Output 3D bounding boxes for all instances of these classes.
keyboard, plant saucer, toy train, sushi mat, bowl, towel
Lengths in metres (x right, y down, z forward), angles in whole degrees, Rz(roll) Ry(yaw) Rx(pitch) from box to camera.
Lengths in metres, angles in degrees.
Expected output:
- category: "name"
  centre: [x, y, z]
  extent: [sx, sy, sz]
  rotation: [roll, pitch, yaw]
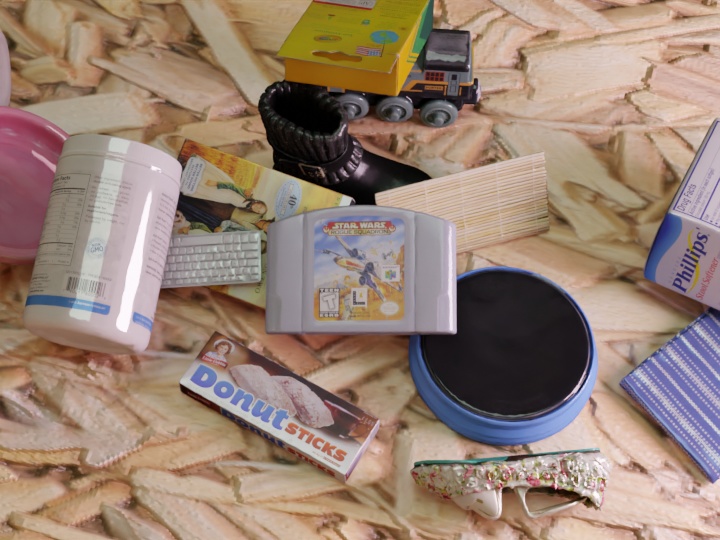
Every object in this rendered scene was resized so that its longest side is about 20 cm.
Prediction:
- category: "keyboard"
  centre: [-0.202, -0.009, 1.487]
  extent: [0.198, 0.011, 0.057]
  rotation: [-3, 82, 9]
- category: "plant saucer"
  centre: [-0.382, -0.086, 1.506]
  extent: [0.199, 0.051, 0.202]
  rotation: [16, 50, -21]
- category: "toy train"
  centre: [0.042, -0.229, 1.602]
  extent: [0.198, 0.114, 0.086]
  rotation: [5, 57, 1]
- category: "sushi mat"
  centre: [0.114, -0.064, 1.520]
  extent: [0.199, 0.096, 0.012]
  rotation: [-15, 24, -10]
- category: "bowl"
  centre: [0.150, 0.083, 1.456]
  extent: [0.199, 0.039, 0.202]
  rotation: [1, 59, -1]
- category: "towel"
  centre: [0.387, 0.113, 1.459]
  extent: [0.199, 0.024, 0.145]
  rotation: [-34, 67, -19]

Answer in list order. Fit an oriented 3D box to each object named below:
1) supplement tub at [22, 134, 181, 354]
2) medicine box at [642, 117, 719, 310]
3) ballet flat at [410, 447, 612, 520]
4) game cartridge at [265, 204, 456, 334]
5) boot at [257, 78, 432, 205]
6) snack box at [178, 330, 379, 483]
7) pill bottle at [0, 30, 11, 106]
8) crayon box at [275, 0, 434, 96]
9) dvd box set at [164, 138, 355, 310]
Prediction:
- category: "supplement tub"
  centre: [-0.262, -0.024, 1.428]
  extent: [0.131, 0.132, 0.201]
  rotation: [9, 76, 4]
- category: "medicine box"
  centre: [0.429, -0.043, 1.484]
  extent: [0.199, 0.103, 0.182]
  rotation: [24, 47, 14]
- category: "ballet flat"
  centre: [0.149, 0.211, 1.361]
  extent: [0.198, 0.076, 0.064]
  rotation: [-4, 74, 0]
- category: "game cartridge"
  centre: [0.000, 0.000, 1.442]
  extent: [0.198, 0.042, 0.134]
  rotation: [-1, 87, 7]
- category: "boot"
  centre: [-0.008, -0.122, 1.508]
  extent: [0.209, 0.158, 0.080]
  rotation: [10, 58, 5]
- category: "snack box"
  centre: [-0.083, 0.138, 1.424]
  extent: [0.199, 0.024, 0.072]
  rotation: [27, 63, 14]
- category: "pill bottle"
  centre: [-0.507, -0.225, 1.591]
  extent: [0.198, 0.105, 0.105]
  rotation: [-1, 58, -2]
- category: "crayon box"
  centre: [-0.004, -0.245, 1.487]
  extent: [0.126, 0.051, 0.200]
  rotation: [10, 36, 12]
- category: "dvd box set"
  centre: [-0.122, -0.041, 1.499]
  extent: [0.199, 0.029, 0.147]
  rotation: [21, 86, 11]
